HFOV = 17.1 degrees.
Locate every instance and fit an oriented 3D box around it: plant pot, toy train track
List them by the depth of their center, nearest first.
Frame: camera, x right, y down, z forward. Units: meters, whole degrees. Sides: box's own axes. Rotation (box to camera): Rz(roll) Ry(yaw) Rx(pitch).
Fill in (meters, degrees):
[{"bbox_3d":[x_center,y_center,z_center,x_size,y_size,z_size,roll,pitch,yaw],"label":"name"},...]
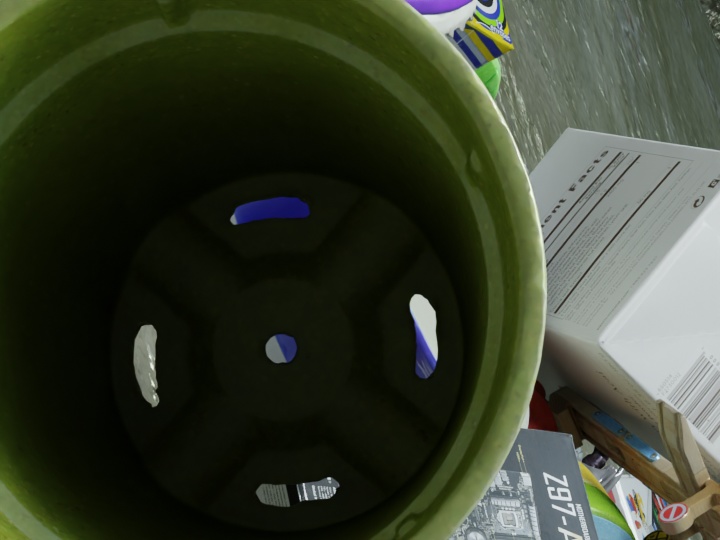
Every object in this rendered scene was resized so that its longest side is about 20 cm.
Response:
[{"bbox_3d":[-0.036,0.016,0.750,0.184,0.200,0.201,45,27,-79],"label":"plant pot"},{"bbox_3d":[0.131,0.102,1.109,0.115,0.032,0.200,65,-12,-25],"label":"toy train track"}]

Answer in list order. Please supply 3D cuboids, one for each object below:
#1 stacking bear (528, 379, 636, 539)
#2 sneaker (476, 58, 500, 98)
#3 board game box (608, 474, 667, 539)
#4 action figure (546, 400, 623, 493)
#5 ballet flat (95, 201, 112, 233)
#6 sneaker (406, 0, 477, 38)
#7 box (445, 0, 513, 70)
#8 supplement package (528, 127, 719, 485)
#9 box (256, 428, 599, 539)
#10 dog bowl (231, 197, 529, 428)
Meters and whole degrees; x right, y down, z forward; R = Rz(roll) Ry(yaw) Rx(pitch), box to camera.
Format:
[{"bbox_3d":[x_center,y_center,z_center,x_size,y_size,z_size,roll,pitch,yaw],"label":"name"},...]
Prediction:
[{"bbox_3d":[0.073,0.129,1.105,0.200,0.121,0.114,-108,175,-48],"label":"stacking bear"},{"bbox_3d":[0.024,-0.159,1.348,0.084,0.077,0.200,-90,156,-43],"label":"sneaker"},{"bbox_3d":[0.191,0.228,1.502,0.126,0.035,0.201,15,56,-71],"label":"board game box"},{"bbox_3d":[0.105,0.065,1.357,0.130,0.069,0.200,67,17,-44],"label":"action figure"},{"bbox_3d":[-0.127,-0.085,0.785,0.200,0.068,0.072,63,35,-36],"label":"ballet flat"},{"bbox_3d":[-0.016,-0.153,1.005,0.200,0.069,0.100,-3,112,-44],"label":"sneaker"},{"bbox_3d":[-0.014,-0.148,1.132,0.200,0.070,0.064,23,46,-50],"label":"box"},{"bbox_3d":[0.148,0.016,1.198,0.121,0.120,0.200,43,-9,-19],"label":"supplement package"},{"bbox_3d":[0.037,0.154,0.921,0.160,0.044,0.201,9,57,-40],"label":"box"},{"bbox_3d":[0.000,0.000,1.050,0.200,0.079,0.200,59,18,-33],"label":"dog bowl"}]
